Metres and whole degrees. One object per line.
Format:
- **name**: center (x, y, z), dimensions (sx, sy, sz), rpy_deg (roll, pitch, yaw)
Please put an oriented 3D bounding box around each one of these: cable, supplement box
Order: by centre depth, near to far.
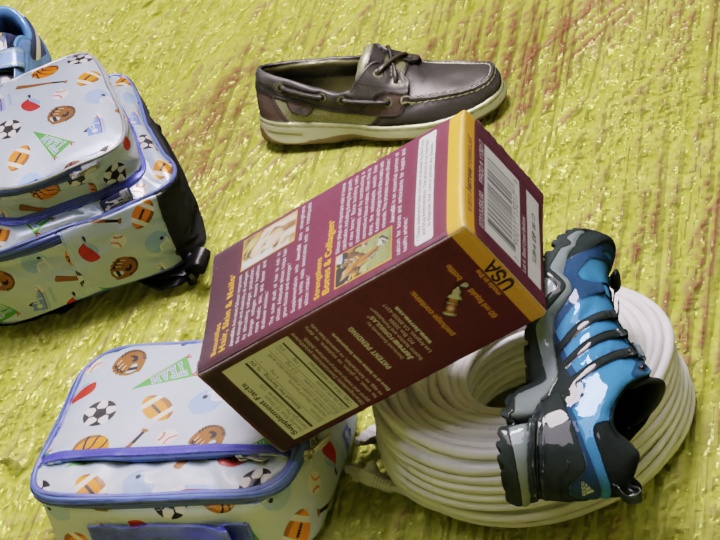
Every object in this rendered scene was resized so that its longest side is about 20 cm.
- **supplement box**: center (0.007, 0.008, 1.497), dimensions (0.200, 0.086, 0.111), rpy_deg (-29, 33, 26)
- **cable**: center (0.105, 0.077, 1.560), dimensions (0.200, 0.069, 0.200), rpy_deg (-37, 37, -28)

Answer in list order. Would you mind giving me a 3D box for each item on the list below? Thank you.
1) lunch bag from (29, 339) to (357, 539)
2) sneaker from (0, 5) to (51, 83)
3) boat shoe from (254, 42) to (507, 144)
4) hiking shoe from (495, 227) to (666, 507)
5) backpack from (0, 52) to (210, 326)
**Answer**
- **lunch bag**: center (-0.103, 0.116, 1.600), dimensions (0.199, 0.076, 0.161), rpy_deg (-4, 36, 22)
- **sneaker**: center (-0.300, -0.146, 2.085), dimensions (0.074, 0.082, 0.200), rpy_deg (-12, 34, 6)
- **boat shoe**: center (0.011, -0.142, 1.943), dimensions (0.200, 0.066, 0.072), rpy_deg (-6, 33, 18)
- **hiking shoe**: center (0.137, 0.059, 1.460), dimensions (0.086, 0.075, 0.201), rpy_deg (5, 50, 13)
- **backpack**: center (-0.229, -0.054, 1.858), dimensions (0.190, 0.154, 0.200), rpy_deg (-29, 35, 0)
